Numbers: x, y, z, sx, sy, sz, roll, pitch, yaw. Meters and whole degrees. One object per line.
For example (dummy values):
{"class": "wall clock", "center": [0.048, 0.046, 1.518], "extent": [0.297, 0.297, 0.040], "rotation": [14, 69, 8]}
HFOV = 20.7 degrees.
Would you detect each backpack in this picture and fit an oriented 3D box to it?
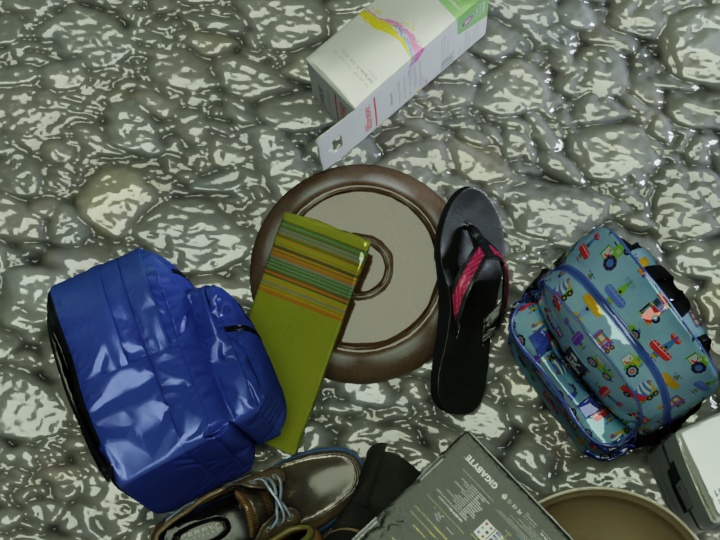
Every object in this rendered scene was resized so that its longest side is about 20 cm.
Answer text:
{"class": "backpack", "center": [-0.167, 0.082, 1.679], "extent": [0.168, 0.163, 0.200], "rotation": [-26, 70, -4]}
{"class": "backpack", "center": [0.212, 0.060, 1.651], "extent": [0.134, 0.200, 0.183], "rotation": [-34, 81, -5]}

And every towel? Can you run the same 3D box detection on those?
{"class": "towel", "center": [-0.060, 0.054, 1.724], "extent": [0.086, 0.018, 0.200], "rotation": [21, 96, 18]}

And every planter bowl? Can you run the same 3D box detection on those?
{"class": "planter bowl", "center": [0.195, 0.286, 1.642], "extent": [0.200, 0.135, 0.201], "rotation": [-1, 79, 3]}

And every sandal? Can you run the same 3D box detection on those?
{"class": "sandal", "center": [0.102, 0.027, 1.724], "extent": [0.075, 0.045, 0.201], "rotation": [8, 83, -35]}

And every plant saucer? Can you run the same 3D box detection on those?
{"class": "plant saucer", "center": [0.000, 0.000, 1.753], "extent": [0.200, 0.032, 0.201], "rotation": [0, 81, 1]}

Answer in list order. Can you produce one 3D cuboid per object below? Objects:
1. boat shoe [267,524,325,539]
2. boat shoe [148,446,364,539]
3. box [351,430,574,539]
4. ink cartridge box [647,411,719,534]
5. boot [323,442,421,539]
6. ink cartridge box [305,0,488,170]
{"class": "boat shoe", "center": [-0.113, 0.278, 1.662], "extent": [0.200, 0.068, 0.072], "rotation": [-32, 38, -5]}
{"class": "boat shoe", "center": [-0.086, 0.209, 1.694], "extent": [0.200, 0.072, 0.072], "rotation": [-26, 80, -4]}
{"class": "box", "center": [0.097, 0.252, 1.561], "extent": [0.160, 0.049, 0.200], "rotation": [-44, 81, -3]}
{"class": "ink cartridge box", "center": [0.327, 0.153, 1.630], "extent": [0.146, 0.200, 0.083], "rotation": [-23, 80, -3]}
{"class": "boot", "center": [0.057, 0.254, 1.686], "extent": [0.077, 0.138, 0.200], "rotation": [-21, 118, 33]}
{"class": "ink cartridge box", "center": [0.018, -0.186, 1.742], "extent": [0.200, 0.117, 0.067], "rotation": [-41, 80, -7]}
